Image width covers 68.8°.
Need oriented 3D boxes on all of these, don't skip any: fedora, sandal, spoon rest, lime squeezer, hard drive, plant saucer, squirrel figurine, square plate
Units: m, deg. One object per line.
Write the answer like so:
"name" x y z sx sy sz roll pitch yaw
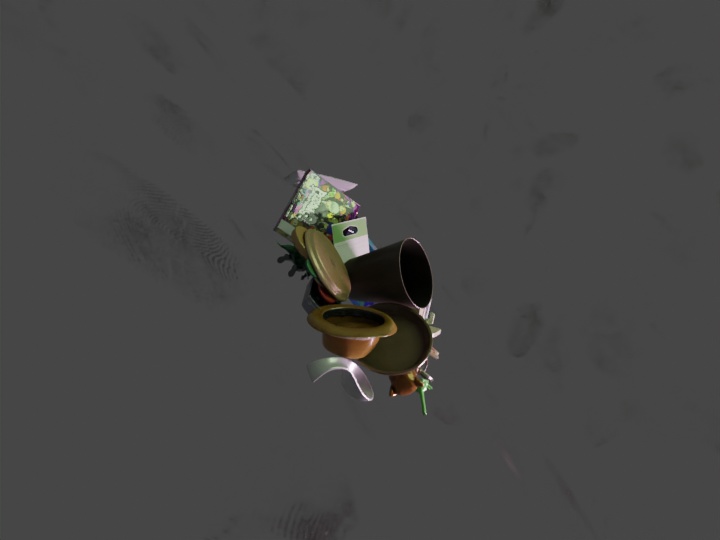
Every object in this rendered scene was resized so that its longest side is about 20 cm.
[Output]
"fedora" -0.020 0.137 1.146 0.199 0.082 0.201 8 16 -2
"sandal" 0.170 0.257 1.612 0.080 0.057 0.201 46 11 -43
"spoon rest" -0.029 0.222 1.106 0.200 0.061 0.100 32 26 -52
"lime squeezer" 0.187 0.344 1.522 0.071 0.038 0.200 53 14 2
"hard drive" -0.064 0.116 1.272 0.200 0.042 0.135 49 15 -16
"plant saucer" 0.068 0.160 1.222 0.030 0.199 0.201 93 -22 -49
"squirrel figurine" 0.087 0.219 1.323 0.200 0.141 0.188 62 13 -71
"square plate" -0.132 -0.275 1.681 0.197 0.029 0.200 11 -2 -20

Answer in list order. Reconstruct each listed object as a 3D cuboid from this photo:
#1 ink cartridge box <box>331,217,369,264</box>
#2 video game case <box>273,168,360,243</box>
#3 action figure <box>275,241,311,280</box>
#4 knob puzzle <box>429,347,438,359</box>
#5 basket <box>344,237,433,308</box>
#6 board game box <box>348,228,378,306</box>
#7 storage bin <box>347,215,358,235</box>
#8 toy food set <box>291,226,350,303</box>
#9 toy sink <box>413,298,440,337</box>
"ink cartridge box" -0.032 -0.034 1.422 0.145 0.048 0.201 -19 104 -48
"video game case" -0.114 -0.144 1.425 0.181 0.201 0.036 35 -24 -21
"action figure" -0.146 -0.020 1.317 0.118 0.055 0.200 53 11 6
"knob puzzle" 0.168 0.204 1.670 0.219 0.031 0.220 32 3 -2
"basket" 0.061 0.017 1.337 0.136 0.199 0.181 -39 114 -46
"board game box" 0.000 0.000 1.521 0.200 0.152 0.045 51 16 -3
"storage bin" -0.094 -0.171 1.685 0.134 0.146 0.201 23 31 -42
"toy food set" -0.086 -0.009 1.258 0.200 0.048 0.199 32 33 -65
"toy sink" 0.149 0.116 1.587 0.199 0.113 0.130 14 5 19
